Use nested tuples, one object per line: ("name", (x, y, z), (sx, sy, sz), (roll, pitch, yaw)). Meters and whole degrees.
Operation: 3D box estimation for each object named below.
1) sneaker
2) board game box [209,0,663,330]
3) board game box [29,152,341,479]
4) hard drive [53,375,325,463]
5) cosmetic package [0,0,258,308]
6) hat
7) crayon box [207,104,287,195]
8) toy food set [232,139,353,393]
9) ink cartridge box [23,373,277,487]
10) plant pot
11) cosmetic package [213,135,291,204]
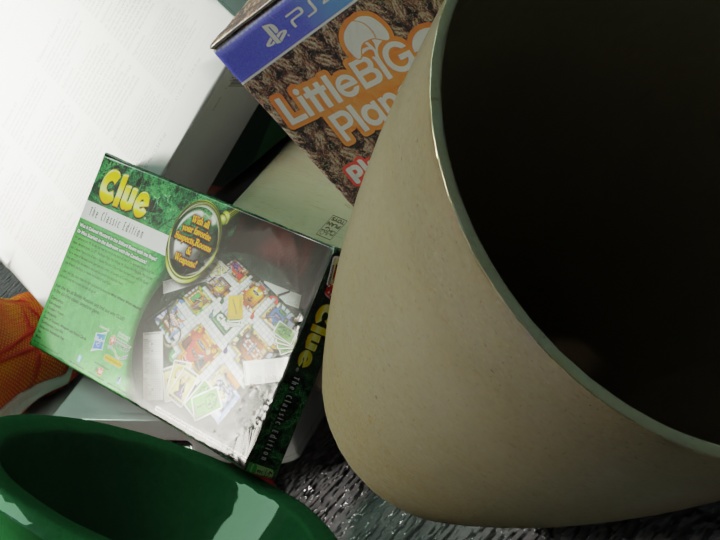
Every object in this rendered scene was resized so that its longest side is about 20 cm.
("sneaker", (-0.192, 0.036, 1.068), (0.072, 0.078, 0.200), (-13, 11, 12))
("board game box", (0.065, -0.077, 0.823), (0.097, 0.200, 0.160), (-31, 20, 39))
("board game box", (-0.082, 0.016, 0.960), (0.199, 0.023, 0.106), (23, 93, 50))
("hard drive", (-0.058, 0.030, 1.051), (0.131, 0.026, 0.200), (-1, 29, 22))
("cosmetic package", (-0.138, -0.090, 1.087), (0.052, 0.151, 0.201), (-7, -44, -56))
("hat", (-0.115, 0.171, 0.826), (0.200, 0.165, 0.177), (3, -71, -61))
("crayon box", (-0.028, -0.131, 1.185), (0.200, 0.051, 0.127), (-39, 12, 4))
("toy food set", (0.000, 0.000, 0.982), (0.144, 0.061, 0.199), (-48, 37, -15))
("ink cartridge box", (-0.148, 0.094, 1.049), (0.198, 0.045, 0.176), (-16, 14, -5))
("plant pot", (0.066, 0.007, 0.682), (0.188, 0.187, 0.200), (-53, 4, -34))
("cosmetic package", (-0.013, -0.055, 1.194), (0.200, 0.090, 0.107), (-29, 19, 51))
